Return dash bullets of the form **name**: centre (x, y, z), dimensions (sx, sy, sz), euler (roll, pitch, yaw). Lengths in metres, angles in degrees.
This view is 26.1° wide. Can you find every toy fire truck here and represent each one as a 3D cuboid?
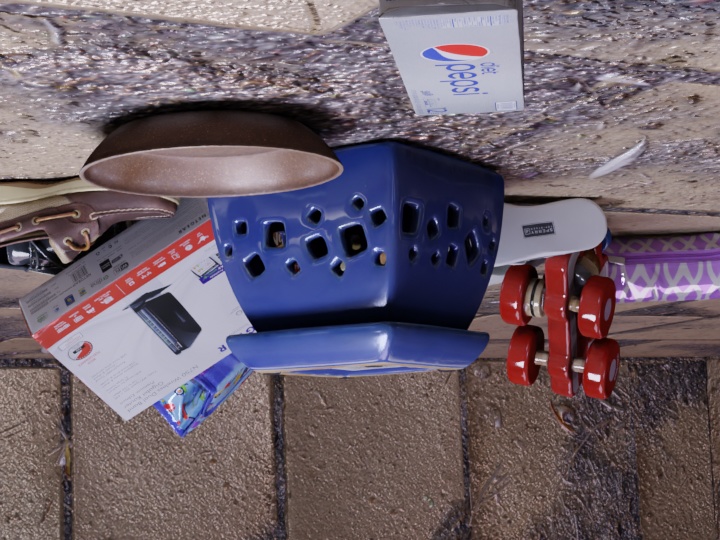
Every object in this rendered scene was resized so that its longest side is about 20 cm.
- **toy fire truck**: centre (0.233, 0.033, 1.689), dimensions (0.112, 0.200, 0.168), euler (8, -142, 23)

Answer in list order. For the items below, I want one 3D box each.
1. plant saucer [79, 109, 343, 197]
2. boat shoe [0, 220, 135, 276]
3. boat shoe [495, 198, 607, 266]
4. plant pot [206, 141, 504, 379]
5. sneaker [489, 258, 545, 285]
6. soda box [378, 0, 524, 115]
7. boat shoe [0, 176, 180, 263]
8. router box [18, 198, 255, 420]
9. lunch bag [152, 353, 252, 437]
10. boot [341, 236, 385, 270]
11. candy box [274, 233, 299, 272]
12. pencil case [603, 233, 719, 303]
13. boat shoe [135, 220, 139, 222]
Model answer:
- **plant saucer**: centre (-0.113, -0.090, 1.182), dimensions (0.200, 0.037, 0.200), euler (-1, 172, 0)
- **boat shoe**: centre (-0.303, -0.031, 1.446), dimensions (0.199, 0.075, 0.062), euler (1, 180, 19)
- **boat shoe**: centre (0.145, -0.038, 1.554), dimensions (0.200, 0.072, 0.068), euler (-7, 173, -21)
- **plant pot**: centre (0.000, 0.000, 1.354), dimensions (0.200, 0.180, 0.200), euler (-6, 171, 32)
- **sneaker**: centre (0.145, -0.008, 1.768), dimensions (0.080, 0.071, 0.200), euler (1, 172, -42)
- **soda box**: centre (0.049, -0.132, 0.771), dimensions (0.063, 0.068, 0.200), euler (-2, 172, 7)
- **boat shoe**: centre (-0.258, -0.042, 1.371), dimensions (0.199, 0.072, 0.072), euler (-2, 173, -1)
- **router box**: centre (-0.186, 0.033, 1.454), dimensions (0.200, 0.049, 0.180), euler (-33, 142, 2)
- **lunch bag**: centre (-0.145, 0.084, 1.675), dimensions (0.151, 0.094, 0.200), euler (-44, -175, -25)
- **boot**: centre (-0.004, 0.005, 1.642), dimensions (0.175, 0.066, 0.200), euler (-47, 167, 6)
- **candy box**: centre (-0.141, -0.008, 1.732), dimensions (0.200, 0.055, 0.115), euler (-9, 171, 42)
- **pencil case**: centre (0.354, -0.006, 1.824), dimensions (0.199, 0.084, 0.086), euler (-4, 150, 1)
- **boat shoe**: centre (-0.238, -0.023, 1.547), dimensions (0.072, 0.066, 0.200), euler (2, 171, -32)
